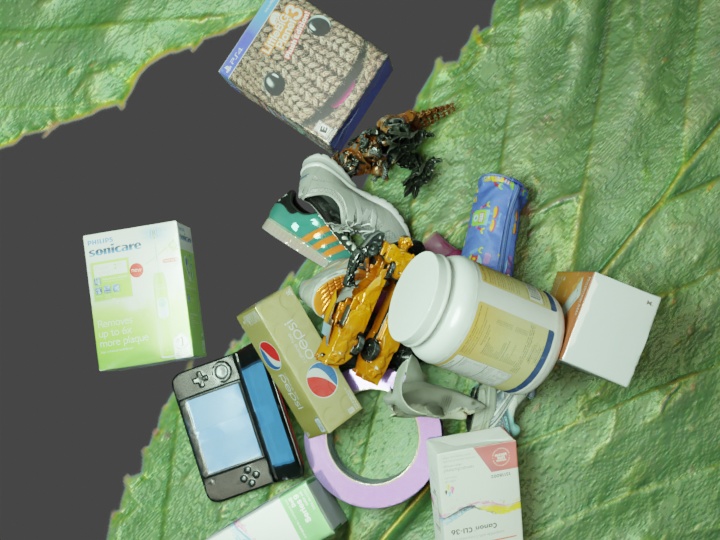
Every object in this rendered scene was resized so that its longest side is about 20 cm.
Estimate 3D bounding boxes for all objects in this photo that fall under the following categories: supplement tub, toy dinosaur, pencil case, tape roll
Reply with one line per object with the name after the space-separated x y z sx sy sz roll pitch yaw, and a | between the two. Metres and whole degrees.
0.150 0.066 1.471 0.199 0.144 0.146 22 88 -22 | supplement tub
0.048 -0.189 1.642 0.200 0.102 0.136 -49 39 6 | toy dinosaur
0.188 -0.038 1.599 0.078 0.087 0.202 24 69 -29 | pencil case
0.020 0.238 1.630 0.198 0.066 0.203 0 87 6 | tape roll

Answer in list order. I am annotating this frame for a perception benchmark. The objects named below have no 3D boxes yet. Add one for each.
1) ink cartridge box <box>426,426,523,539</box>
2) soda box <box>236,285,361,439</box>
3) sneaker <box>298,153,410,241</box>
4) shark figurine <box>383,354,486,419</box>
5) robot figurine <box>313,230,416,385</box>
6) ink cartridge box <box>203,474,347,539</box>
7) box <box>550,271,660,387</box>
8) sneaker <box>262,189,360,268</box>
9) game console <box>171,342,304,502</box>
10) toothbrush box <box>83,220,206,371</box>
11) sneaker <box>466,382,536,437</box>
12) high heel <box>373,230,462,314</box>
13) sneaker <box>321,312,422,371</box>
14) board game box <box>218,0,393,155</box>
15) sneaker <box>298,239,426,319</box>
0.162 0.331 1.572 0.115 0.067 0.202 -8 102 -9 | ink cartridge box
-0.085 0.127 1.556 0.067 0.064 0.201 -32 94 -34 | soda box
-0.016 -0.075 1.620 0.199 0.075 0.082 36 51 -18 | sneaker
0.069 0.156 1.519 0.127 0.214 0.091 -4 78 30 | shark figurine
0.018 0.044 1.514 0.144 0.058 0.202 26 87 -34 | robot figurine
-0.130 0.375 1.595 0.199 0.145 0.088 -33 83 3 | ink cartridge box
0.314 0.075 1.536 0.097 0.200 0.126 21 88 -4 | box
-0.045 -0.047 1.654 0.199 0.071 0.080 31 93 8 | sneaker
-0.180 0.221 1.625 0.171 0.119 0.202 -19 84 4 | game console
-0.318 0.040 1.670 0.144 0.086 0.202 -8 84 5 | toothbrush box
0.212 0.144 1.622 0.085 0.078 0.202 13 94 -6 | sneaker
0.079 0.042 1.636 0.096 0.067 0.200 43 90 12 | high heel
0.035 0.104 1.589 0.198 0.076 0.091 -15 44 -3 | sneaker
-0.078 -0.294 1.662 0.199 0.097 0.160 33 90 7 | board game box
0.000 0.000 1.583 0.199 0.092 0.076 -22 113 -27 | sneaker
